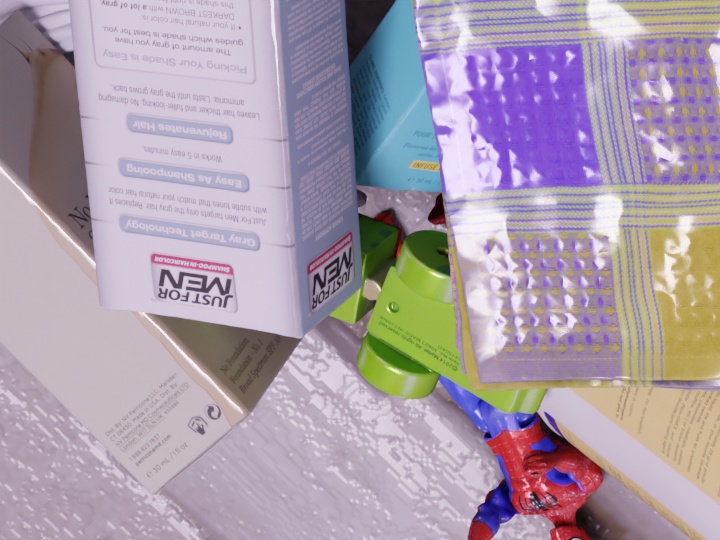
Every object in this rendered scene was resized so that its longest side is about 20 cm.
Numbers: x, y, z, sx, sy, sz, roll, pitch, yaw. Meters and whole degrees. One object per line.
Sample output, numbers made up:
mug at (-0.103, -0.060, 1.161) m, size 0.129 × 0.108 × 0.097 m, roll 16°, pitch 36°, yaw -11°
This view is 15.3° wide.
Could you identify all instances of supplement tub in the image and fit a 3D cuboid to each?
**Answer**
supplement tub at (0.180, 0.054, 1.149) m, size 0.200 × 0.145 × 0.146 m, roll 38°, pitch 130°, yaw 40°

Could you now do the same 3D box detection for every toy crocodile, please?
toy crocodile at (0.000, 0.000, 1.175) m, size 0.199 × 0.062 × 0.068 m, roll 26°, pitch 120°, yaw 17°

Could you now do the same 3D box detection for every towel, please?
towel at (0.091, -0.044, 1.065) m, size 0.143 × 0.023 × 0.201 m, roll 2°, pitch 111°, yaw 28°

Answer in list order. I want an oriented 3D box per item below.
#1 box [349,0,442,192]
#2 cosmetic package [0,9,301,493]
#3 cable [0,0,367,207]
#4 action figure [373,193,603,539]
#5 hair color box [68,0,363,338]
box at (0.069, -0.113, 1.129) m, size 0.082 × 0.049 × 0.200 m, roll 3°, pitch 141°, yaw -32°
cosmetic package at (-0.125, -0.009, 1.209) m, size 0.200 × 0.104 × 0.073 m, roll 46°, pitch 121°, yaw -8°
cable at (-0.110, -0.063, 1.277) m, size 0.200 × 0.069 × 0.200 m, roll 45°, pitch 121°, yaw -6°
action figure at (0.058, 0.073, 1.277) m, size 0.065 × 0.099 × 0.201 m, roll -19°, pitch 111°, yaw 27°
hair color box at (-0.060, -0.080, 1.099) m, size 0.099 × 0.061 × 0.201 m, roll 8°, pitch 115°, yaw 26°
